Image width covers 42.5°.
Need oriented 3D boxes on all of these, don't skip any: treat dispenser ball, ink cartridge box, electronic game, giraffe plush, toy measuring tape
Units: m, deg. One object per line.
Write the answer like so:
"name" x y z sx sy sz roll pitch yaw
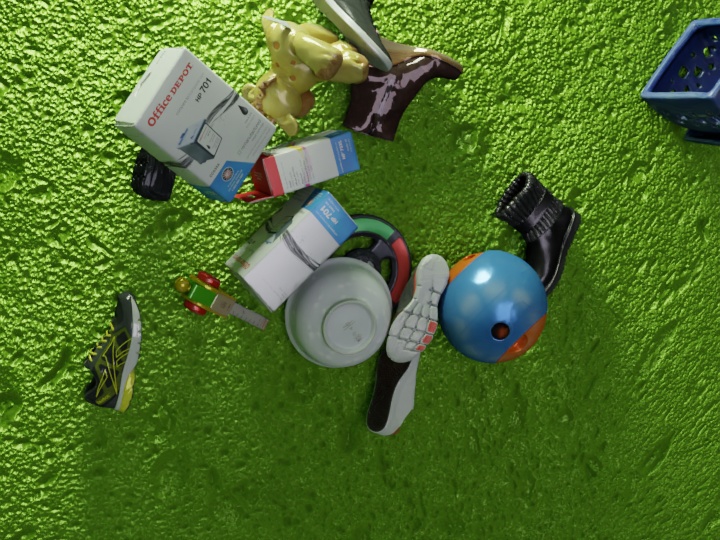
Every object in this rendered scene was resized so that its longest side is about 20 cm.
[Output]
"treat dispenser ball" 0.237 0.065 1.670 0.198 0.201 0.204 -3 100 -20
"ink cartridge box" -0.118 -0.041 1.549 0.200 0.146 0.086 -44 111 -9
"electronic game" 0.000 0.000 1.657 0.197 0.042 0.203 -3 99 -20
"giraffe plush" -0.107 -0.314 1.520 0.198 0.173 0.164 12 116 -32
"ink cartridge box" -0.115 -0.175 1.545 0.198 0.116 0.068 -19 106 -17
"ink cartridge box" -0.253 -0.224 1.434 0.200 0.085 0.148 39 77 -36
"toy measuring tape" -0.242 0.051 1.575 0.199 0.073 0.074 29 88 -45

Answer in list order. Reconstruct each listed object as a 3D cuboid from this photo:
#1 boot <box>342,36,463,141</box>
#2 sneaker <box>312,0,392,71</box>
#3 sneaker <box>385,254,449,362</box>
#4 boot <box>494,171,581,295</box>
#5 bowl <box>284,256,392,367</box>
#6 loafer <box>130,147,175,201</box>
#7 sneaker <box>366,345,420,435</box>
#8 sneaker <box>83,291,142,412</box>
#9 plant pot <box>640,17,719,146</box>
"boot" 0.073 -0.309 1.624 0.197 0.072 0.169 11 96 -15
"sneaker" 0.009 -0.432 1.550 0.099 0.071 0.200 -40 84 -11
"sneaker" 0.099 0.070 1.652 0.076 0.082 0.202 27 82 -12
"boot" 0.315 -0.062 1.742 0.157 0.079 0.213 30 77 -29
"bowl" -0.028 0.086 1.601 0.198 0.090 0.204 -4 105 -13
"loafer" -0.314 -0.212 1.498 0.070 0.068 0.203 15 89 -43
"sneaker" 0.071 0.207 1.714 0.084 0.072 0.202 28 81 -52
"sneaker" -0.405 0.133 1.508 0.083 0.074 0.203 6 96 -20
"plant pot" 0.700 -0.352 1.784 0.180 0.200 0.201 41 83 -26
